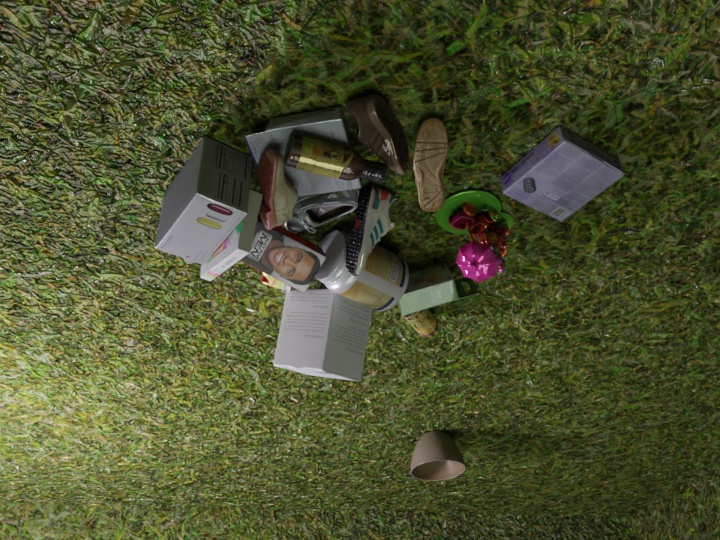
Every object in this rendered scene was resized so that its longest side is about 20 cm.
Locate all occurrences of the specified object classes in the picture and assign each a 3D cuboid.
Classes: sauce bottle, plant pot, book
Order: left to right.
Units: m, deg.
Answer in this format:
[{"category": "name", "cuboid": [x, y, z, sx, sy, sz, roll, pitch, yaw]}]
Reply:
[{"category": "book", "cuboid": [-0.269, -0.067, 1.462, 0.048, 0.135, 0.200, 21, 151, -27]}, {"category": "sauce bottle", "cuboid": [-0.046, -0.211, 1.371, 0.198, 0.065, 0.065, 10, 141, -19]}, {"category": "sauce bottle", "cuboid": [0.140, 0.106, 1.882, 0.066, 0.066, 0.200, -22, 138, 23]}, {"category": "plant pot", "cuboid": [0.277, 0.671, 2.593, 0.198, 0.135, 0.201, -3, 144, -2]}]

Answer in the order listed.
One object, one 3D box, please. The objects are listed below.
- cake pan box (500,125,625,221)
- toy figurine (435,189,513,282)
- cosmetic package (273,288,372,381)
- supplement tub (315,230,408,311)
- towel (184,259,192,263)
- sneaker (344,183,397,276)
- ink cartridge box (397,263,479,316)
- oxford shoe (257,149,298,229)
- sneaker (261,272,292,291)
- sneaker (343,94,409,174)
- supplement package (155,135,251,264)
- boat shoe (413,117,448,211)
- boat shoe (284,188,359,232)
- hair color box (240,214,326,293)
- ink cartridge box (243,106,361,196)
[{"category": "cake pan box", "cuboid": [0.432, -0.199, 1.509, 0.199, 0.053, 0.184, 19, 140, -27]}, {"category": "toy figurine", "cuboid": [0.273, -0.054, 1.577, 0.199, 0.185, 0.150, 19, 138, -28]}, {"category": "cosmetic package", "cuboid": [-0.091, 0.160, 1.763, 0.164, 0.202, 0.165, 0, 165, 37]}, {"category": "supplement tub", "cuboid": [0.000, 0.000, 1.660, 0.199, 0.145, 0.144, 26, 135, -33]}, {"category": "towel", "cuboid": [-0.334, -0.077, 1.622, 0.198, 0.035, 0.133, -9, 144, 5]}, {"category": "sneaker", "cuboid": [0.031, -0.082, 1.542, 0.093, 0.201, 0.070, 10, -176, -27]}, {"category": "ink cartridge box", "cuboid": [0.181, 0.039, 1.739, 0.198, 0.104, 0.060, -16, 114, 2]}, {"category": "oxford shoe", "cuboid": [-0.165, -0.170, 1.433, 0.073, 0.071, 0.201, -17, 148, -21]}, {"category": "sneaker", "cuboid": [-0.201, -0.018, 1.679, 0.090, 0.079, 0.201, 8, 141, -3]}, {"category": "sneaker", "cuboid": [0.035, -0.266, 1.387, 0.075, 0.071, 0.200, 1, 145, 27]}, {"category": "supplement package", "cuboid": [-0.320, -0.138, 1.438, 0.110, 0.157, 0.200, 21, 137, -29]}, {"category": "boat shoe", "cuboid": [0.137, -0.221, 1.438, 0.073, 0.069, 0.201, -4, 123, -5]}, {"category": "boat shoe", "cuboid": [-0.089, -0.129, 1.544, 0.201, 0.065, 0.074, -21, 140, 26]}, {"category": "hair color box", "cuboid": [-0.186, -0.043, 1.564, 0.199, 0.061, 0.102, 27, 102, -23]}, {"category": "ink cartridge box", "cuboid": [-0.112, -0.230, 1.428, 0.198, 0.041, 0.200, -8, 143, 8]}]
